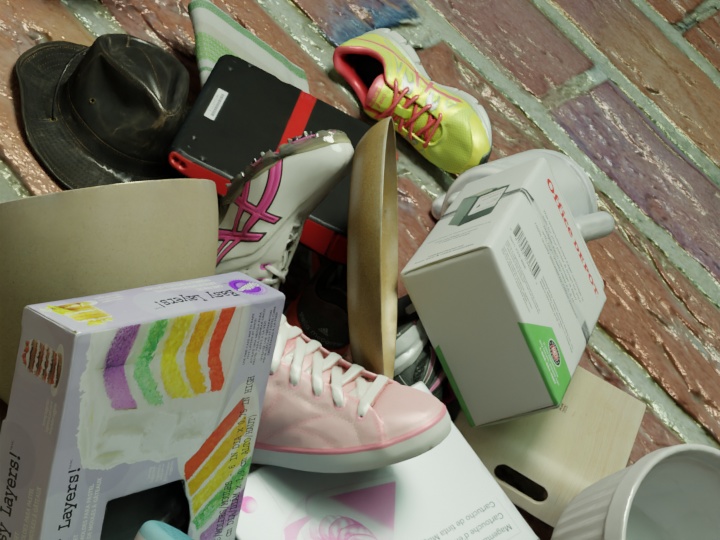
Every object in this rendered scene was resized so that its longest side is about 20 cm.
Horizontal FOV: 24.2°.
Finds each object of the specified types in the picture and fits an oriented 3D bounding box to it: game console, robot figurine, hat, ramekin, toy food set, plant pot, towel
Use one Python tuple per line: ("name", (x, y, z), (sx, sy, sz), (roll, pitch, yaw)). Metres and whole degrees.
("game console", (-0.058, -0.092, 1.364), (0.176, 0.031, 0.200), (26, 30, -6))
("robot figurine", (0.152, -0.052, 1.586), (0.169, 0.114, 0.200), (16, 20, 29))
("hat", (-0.181, -0.135, 1.362), (0.200, 0.081, 0.201), (29, 34, -21))
("ramekin", (0.232, 0.239, 1.275), (0.199, 0.105, 0.202), (15, 65, -34))
("toy food set", (0.155, 0.136, 1.428), (0.143, 0.061, 0.200), (30, 30, 4))
("plant pot", (0.009, -0.010, 1.213), (0.027, 0.201, 0.201), (0, 37, 4))
("towel", (-0.094, -0.140, 1.491), (0.149, 0.031, 0.201), (33, 33, -37))
("plant pot", (-0.181, 0.025, 1.094), (0.200, 0.199, 0.135), (-8, 87, -51))

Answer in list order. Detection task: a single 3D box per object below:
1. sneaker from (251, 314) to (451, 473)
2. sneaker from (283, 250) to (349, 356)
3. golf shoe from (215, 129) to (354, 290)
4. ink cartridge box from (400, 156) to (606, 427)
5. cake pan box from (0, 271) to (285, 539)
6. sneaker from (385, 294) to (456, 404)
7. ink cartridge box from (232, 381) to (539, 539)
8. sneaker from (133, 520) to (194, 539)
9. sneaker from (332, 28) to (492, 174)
("sneaker", (-0.040, 0.074, 1.135), (0.075, 0.199, 0.105), (-48, 133, -60))
("sneaker", (0.000, 0.000, 1.390), (0.077, 0.082, 0.200), (35, 32, -10))
("golf shoe", (-0.072, -0.023, 1.235), (0.092, 0.200, 0.073), (56, 22, 12))
("ink cartridge box", (0.123, 0.014, 1.381), (0.147, 0.084, 0.200), (65, 27, -14))
("cake pan box", (-0.138, 0.108, 1.021), (0.052, 0.201, 0.184), (25, 19, 35))
("sneaker", (0.055, 0.068, 1.395), (0.087, 0.080, 0.200), (62, 30, -8))
("ink cartridge box", (0.023, 0.198, 1.151), (0.196, 0.043, 0.200), (-26, 68, -33))
("sneaker", (-0.116, 0.229, 1.004), (0.079, 0.131, 0.200), (29, -11, 24))
("sneaker", (0.045, -0.160, 1.647), (0.200, 0.078, 0.090), (43, 30, 25))
